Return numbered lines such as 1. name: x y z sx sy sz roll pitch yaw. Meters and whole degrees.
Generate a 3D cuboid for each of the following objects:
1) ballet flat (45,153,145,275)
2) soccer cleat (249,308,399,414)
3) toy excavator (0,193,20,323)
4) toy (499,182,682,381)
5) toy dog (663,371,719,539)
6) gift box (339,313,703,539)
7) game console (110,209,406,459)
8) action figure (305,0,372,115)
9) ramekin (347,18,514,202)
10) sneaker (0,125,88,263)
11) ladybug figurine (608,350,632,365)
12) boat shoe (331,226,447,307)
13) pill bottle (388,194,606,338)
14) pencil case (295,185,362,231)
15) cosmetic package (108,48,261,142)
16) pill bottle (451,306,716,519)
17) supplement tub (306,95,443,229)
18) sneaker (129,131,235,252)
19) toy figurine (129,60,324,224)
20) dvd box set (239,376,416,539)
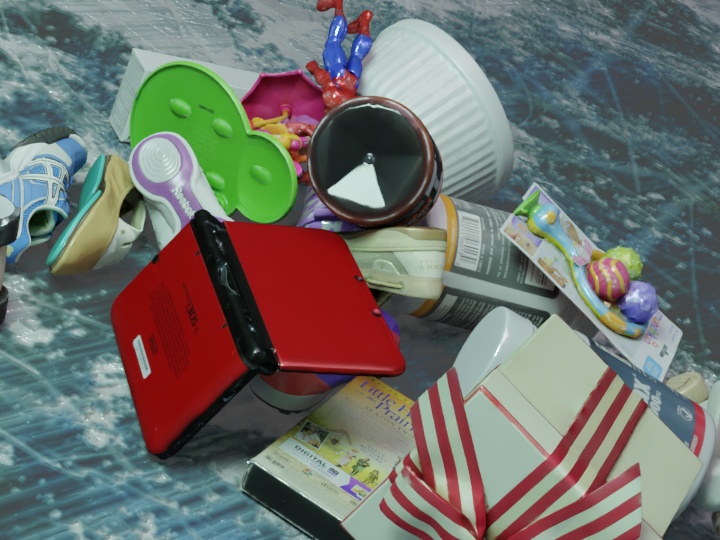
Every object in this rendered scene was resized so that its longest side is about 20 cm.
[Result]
1. ballet flat: -0.215 -0.042 1.459 0.063 0.069 0.200 34 25 -13
2. soccer cleat: -0.017 0.058 1.428 0.068 0.074 0.200 34 28 20
3. toy excavator: -0.380 -0.033 1.276 0.199 0.100 0.194 -11 41 -38
4. toy: 0.222 0.001 1.552 0.200 0.047 0.115 42 33 -1
5. toy dog: 0.319 0.147 1.469 0.132 0.096 0.200 53 13 -28
6. gift box: 0.115 0.147 1.191 0.184 0.200 0.187 41 31 7
7. game console: -0.085 0.052 1.323 0.119 0.172 0.200 37 16 -34
8. action figure: -0.017 -0.181 1.612 0.065 0.052 0.201 39 32 -31
9. ramekin: 0.050 -0.141 1.723 0.105 0.201 0.200 -34 56 -24
10. sneaker: -0.280 -0.062 1.446 0.077 0.076 0.200 43 29 -2
11. ladybug figurine: 0.180 0.106 1.509 0.199 0.072 0.136 9 30 -30
12. boat shoe: 0.000 0.000 1.449 0.072 0.065 0.199 0 -2 -38
13. pill bottle: 0.130 0.003 1.610 0.199 0.117 0.117 14 27 -21
14. pencil case: -0.021 -0.055 1.622 0.083 0.086 0.200 -10 23 8
15. cosmetic package: -0.143 -0.159 1.717 0.199 0.083 0.051 7 31 -31
16. pill bottle: 0.175 0.118 1.386 0.199 0.120 0.120 30 24 -12
17. supplement tub: 0.018 -0.087 1.468 0.106 0.107 0.200 28 2 7
18. sneaker: -0.135 -0.024 1.475 0.074 0.100 0.201 -22 61 0
19. toy figurine: -0.081 -0.126 1.597 0.199 0.151 0.184 25 29 30
20. dvd box set: 0.015 0.157 1.316 0.146 0.030 0.200 32 27 13
